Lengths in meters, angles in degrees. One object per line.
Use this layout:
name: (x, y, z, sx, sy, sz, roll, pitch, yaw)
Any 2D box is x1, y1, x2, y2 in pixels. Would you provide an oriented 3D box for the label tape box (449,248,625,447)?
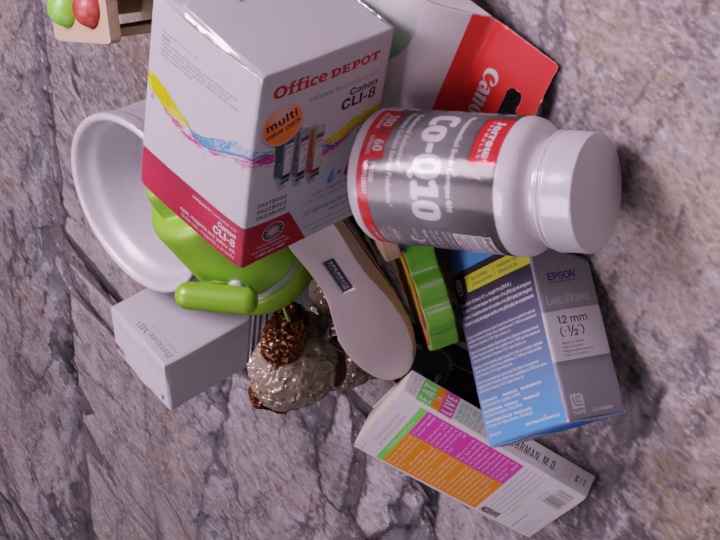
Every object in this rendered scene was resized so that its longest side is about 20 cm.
label tape box: (0.149, 0.044, 1.515, 0.143, 0.066, 0.200, -30, 68, 62)

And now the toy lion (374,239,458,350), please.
toy lion: (0.042, -0.032, 1.597, 0.192, 0.069, 0.200, 75, 175, -53)

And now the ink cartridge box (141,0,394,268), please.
ink cartridge box: (-0.081, -0.139, 1.444, 0.145, 0.145, 0.200, 40, 140, 30)

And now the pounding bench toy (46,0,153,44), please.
pounding bench toy: (-0.251, -0.300, 1.746, 0.200, 0.156, 0.125, 13, 113, 55)

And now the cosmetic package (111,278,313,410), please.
cosmetic package: (-0.161, 0.053, 1.906, 0.113, 0.200, 0.081, 41, 147, 31)

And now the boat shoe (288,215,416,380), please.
boat shoe: (0.000, 0.000, 1.617, 0.075, 0.093, 0.200, -18, 115, 23)

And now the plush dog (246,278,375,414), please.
plush dog: (-0.040, 0.082, 1.760, 0.160, 0.172, 0.200, 46, 148, 25)

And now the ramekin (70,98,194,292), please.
ramekin: (-0.202, -0.087, 1.803, 0.200, 0.098, 0.201, 30, 136, 34)

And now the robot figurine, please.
robot figurine: (-0.117, -0.038, 1.625, 0.116, 0.176, 0.200, -18, 134, 25)

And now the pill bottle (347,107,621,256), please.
pill bottle: (0.100, -0.071, 1.398, 0.200, 0.114, 0.114, 6, 124, 32)

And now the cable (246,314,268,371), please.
cable: (-0.093, 0.008, 1.819, 0.097, 0.050, 0.200, 161, 110, -80)

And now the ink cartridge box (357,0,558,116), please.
ink cartridge box: (0.051, -0.166, 1.451, 0.200, 0.050, 0.161, 41, 140, 16)

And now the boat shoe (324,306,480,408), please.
boat shoe: (0.060, 0.093, 1.673, 0.200, 0.068, 0.072, 31, 144, 4)

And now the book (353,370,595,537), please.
book: (0.108, 0.178, 1.655, 0.200, 0.048, 0.134, 31, 150, -5)
